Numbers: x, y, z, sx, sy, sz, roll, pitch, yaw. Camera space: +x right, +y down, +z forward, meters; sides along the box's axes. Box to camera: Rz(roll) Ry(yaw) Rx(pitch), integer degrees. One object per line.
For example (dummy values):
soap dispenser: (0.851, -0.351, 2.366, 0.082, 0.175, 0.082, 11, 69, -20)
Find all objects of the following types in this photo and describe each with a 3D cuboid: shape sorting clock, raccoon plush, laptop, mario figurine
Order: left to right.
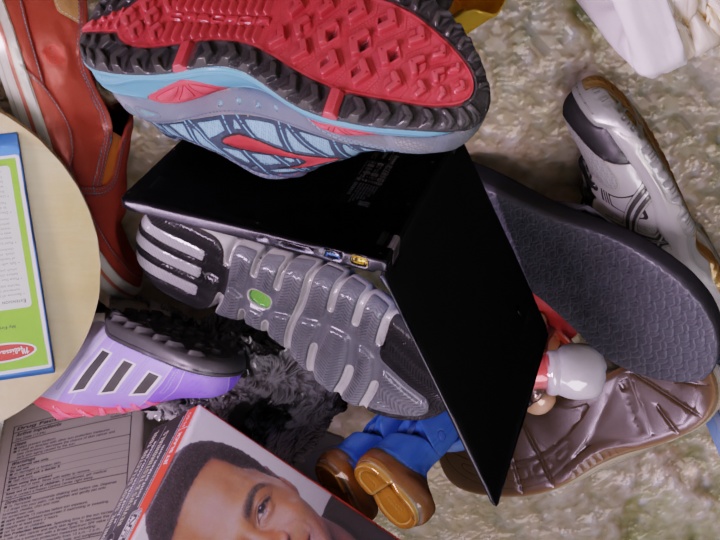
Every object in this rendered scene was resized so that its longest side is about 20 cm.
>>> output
shape sorting clock: (-0.237, 0.000, 0.758, 0.200, 0.039, 0.200, -4, 108, -11)
raccoon plush: (-0.067, 0.059, 0.915, 0.200, 0.134, 0.097, -4, 115, -43)
laptop: (0.000, 0.000, 0.755, 0.200, 0.187, 0.116, 14, 117, 9)
mario figurine: (0.073, 0.086, 0.873, 0.200, 0.123, 0.106, -42, 144, -30)

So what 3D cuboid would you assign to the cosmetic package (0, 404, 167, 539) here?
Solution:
cosmetic package: (-0.167, 0.170, 0.888, 0.103, 0.200, 0.087, -13, 126, 5)

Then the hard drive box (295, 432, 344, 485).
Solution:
hard drive box: (-0.080, 0.218, 0.958, 0.077, 0.156, 0.200, 22, 119, -20)

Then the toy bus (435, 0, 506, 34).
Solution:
toy bus: (-0.051, -0.174, 0.719, 0.200, 0.136, 0.192, 39, 129, -26)

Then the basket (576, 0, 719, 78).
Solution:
basket: (0.132, -0.203, 0.668, 0.123, 0.200, 0.136, -27, 124, 5)

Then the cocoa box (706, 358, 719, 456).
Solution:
cocoa box: (0.307, 0.102, 0.893, 0.131, 0.200, 0.133, 0, 124, -6)

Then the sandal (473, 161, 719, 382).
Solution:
sandal: (0.124, -0.010, 0.837, 0.200, 0.043, 0.076, 34, 132, 20)

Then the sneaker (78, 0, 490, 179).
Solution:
sneaker: (-0.027, -0.085, 0.675, 0.200, 0.079, 0.096, 14, 155, 26)

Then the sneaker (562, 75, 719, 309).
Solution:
sneaker: (0.156, -0.021, 0.867, 0.088, 0.076, 0.200, -25, 121, 15)

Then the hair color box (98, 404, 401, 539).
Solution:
hair color box: (-0.042, 0.173, 0.803, 0.200, 0.102, 0.061, 36, 145, -17)

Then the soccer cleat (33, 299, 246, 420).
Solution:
soccer cleat: (-0.144, 0.056, 0.828, 0.068, 0.200, 0.073, 5, 94, -53)

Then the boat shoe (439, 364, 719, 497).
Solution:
boat shoe: (0.145, 0.100, 0.950, 0.200, 0.072, 0.065, -22, 166, 28)

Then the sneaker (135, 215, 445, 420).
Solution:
sneaker: (-0.017, -0.003, 0.828, 0.200, 0.116, 0.075, 30, 129, 7)

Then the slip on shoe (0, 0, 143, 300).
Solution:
slip on shoe: (-0.151, -0.066, 0.807, 0.061, 0.074, 0.200, -21, 125, -10)
